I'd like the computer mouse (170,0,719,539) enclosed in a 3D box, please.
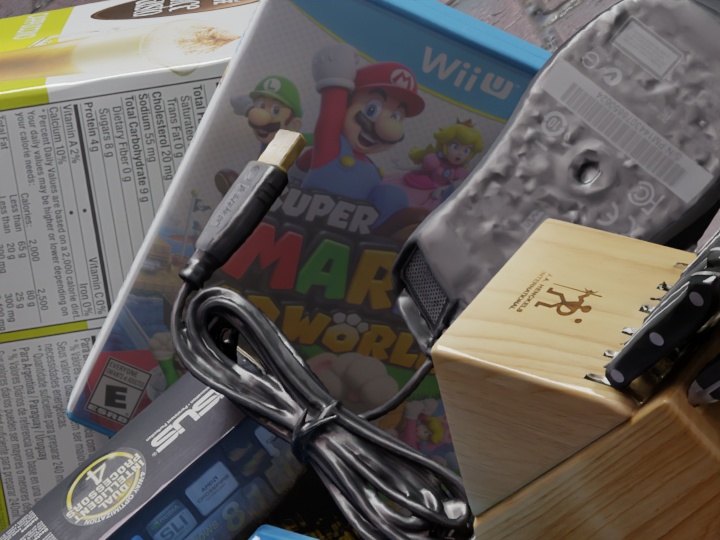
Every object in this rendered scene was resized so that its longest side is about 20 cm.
[{"bbox_3d":[0.034,-0.015,0.816,0.140,0.046,0.200,34,85,23],"label":"computer mouse"}]

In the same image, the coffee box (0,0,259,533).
[{"bbox_3d":[-0.097,0.004,1.018,0.196,0.201,0.200,-9,15,-1],"label":"coffee box"}]

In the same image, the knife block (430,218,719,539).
[{"bbox_3d":[0.112,0.059,0.689,0.175,0.201,0.064,17,47,34],"label":"knife block"}]

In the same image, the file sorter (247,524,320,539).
[{"bbox_3d":[0.007,0.178,0.748,0.139,0.123,0.200,-46,24,-21],"label":"file sorter"}]

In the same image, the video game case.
[{"bbox_3d":[0.000,0.000,0.879,0.018,0.142,0.201,-82,18,-58],"label":"video game case"}]

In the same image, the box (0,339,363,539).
[{"bbox_3d":[-0.073,0.145,0.875,0.200,0.162,0.049,-40,36,-10],"label":"box"}]
